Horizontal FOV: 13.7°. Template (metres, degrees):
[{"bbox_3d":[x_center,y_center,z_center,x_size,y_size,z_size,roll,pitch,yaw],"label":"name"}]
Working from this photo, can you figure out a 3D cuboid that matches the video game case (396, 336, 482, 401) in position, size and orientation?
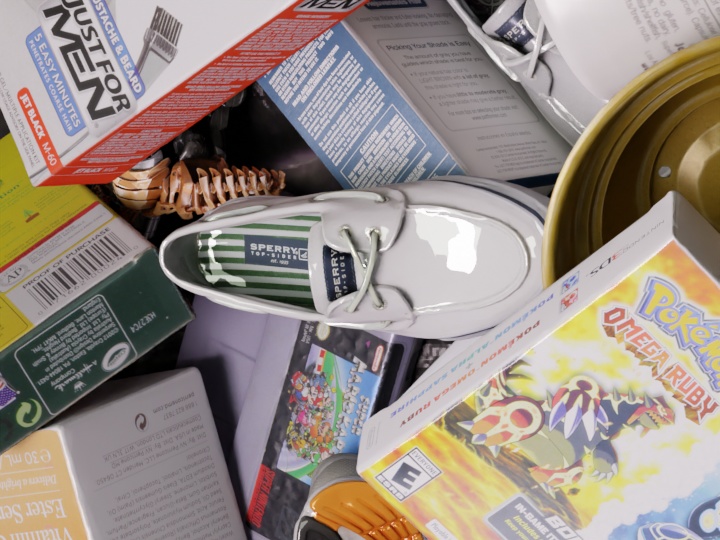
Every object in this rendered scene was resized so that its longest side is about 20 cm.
[{"bbox_3d":[0.120,0.096,1.393,0.181,0.045,0.200,-47,68,29],"label":"video game case"}]

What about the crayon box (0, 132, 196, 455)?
[{"bbox_3d":[-0.178,0.008,1.500,0.051,0.127,0.200,61,169,-31],"label":"crayon box"}]

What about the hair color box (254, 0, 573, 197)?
[{"bbox_3d":[0.008,-0.097,1.422,0.200,0.100,0.061,52,122,20],"label":"hair color box"}]

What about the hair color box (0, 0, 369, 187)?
[{"bbox_3d":[-0.089,-0.133,1.387,0.200,0.064,0.111,-33,76,30],"label":"hair color box"}]

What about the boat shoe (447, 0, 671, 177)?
[{"bbox_3d":[0.083,-0.118,1.387,0.072,0.068,0.201,-42,70,29],"label":"boat shoe"}]

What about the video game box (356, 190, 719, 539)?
[{"bbox_3d":[0.131,0.091,1.278,0.182,0.047,0.200,-39,109,23],"label":"video game box"}]

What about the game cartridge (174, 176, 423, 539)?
[{"bbox_3d":[-0.040,0.068,1.510,0.129,0.038,0.201,27,108,35],"label":"game cartridge"}]

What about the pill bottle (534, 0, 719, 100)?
[{"bbox_3d":[0.175,-0.158,1.281,0.199,0.114,0.115,-20,82,20],"label":"pill bottle"}]

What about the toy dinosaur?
[{"bbox_3d":[-0.094,-0.075,1.503,0.199,0.102,0.137,17,110,31],"label":"toy dinosaur"}]

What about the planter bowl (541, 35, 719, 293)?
[{"bbox_3d":[0.173,-0.023,1.300,0.199,0.084,0.202,-1,113,-3],"label":"planter bowl"}]

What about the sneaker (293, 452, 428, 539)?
[{"bbox_3d":[0.026,0.175,1.452,0.075,0.092,0.201,-18,108,4],"label":"sneaker"}]

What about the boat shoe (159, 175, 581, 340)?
[{"bbox_3d":[0.000,0.000,1.336,0.199,0.067,0.074,-4,98,35],"label":"boat shoe"}]

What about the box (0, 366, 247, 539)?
[{"bbox_3d":[-0.140,0.165,1.513,0.152,0.106,0.201,-12,96,41],"label":"box"}]
